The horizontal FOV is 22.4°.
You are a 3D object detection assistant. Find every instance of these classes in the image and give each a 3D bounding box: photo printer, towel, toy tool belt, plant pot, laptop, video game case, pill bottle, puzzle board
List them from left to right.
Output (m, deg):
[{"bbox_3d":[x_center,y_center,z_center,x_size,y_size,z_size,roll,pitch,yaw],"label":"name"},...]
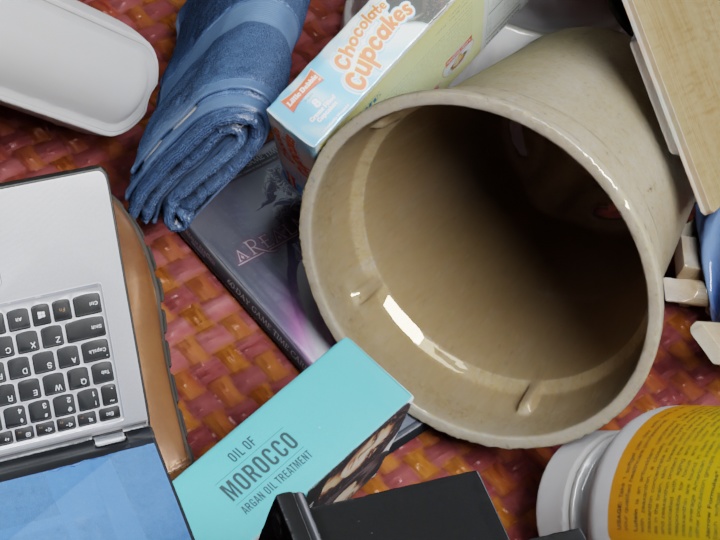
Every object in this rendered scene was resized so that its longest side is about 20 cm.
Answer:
[{"bbox_3d":[-0.171,0.075,0.777,0.186,0.201,0.116,-12,13,-19],"label":"laptop"},{"bbox_3d":[-0.212,-0.135,0.980,0.166,0.070,0.200,25,4,24],"label":"photo printer"},{"bbox_3d":[-0.077,-0.117,1.034,0.048,0.112,0.200,35,37,-18],"label":"towel"},{"bbox_3d":[0.000,0.000,1.039,0.143,0.019,0.200,-29,66,-33],"label":"video game case"},{"bbox_3d":[0.098,-0.037,0.979,0.200,0.201,0.183,33,39,11],"label":"plant pot"},{"bbox_3d":[0.169,-0.141,0.969,0.151,0.017,0.201,-32,101,-56],"label":"puzzle board"},{"bbox_3d":[0.181,0.120,0.874,0.111,0.200,0.112,2,86,-36],"label":"pill bottle"},{"bbox_3d":[0.231,-0.021,1.057,0.122,0.125,0.201,10,49,-20],"label":"toy tool belt"}]

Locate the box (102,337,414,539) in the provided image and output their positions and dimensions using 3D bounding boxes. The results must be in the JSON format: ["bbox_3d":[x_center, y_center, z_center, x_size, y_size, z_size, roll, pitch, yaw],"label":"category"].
[{"bbox_3d":[-0.062,0.121,0.883,0.049,0.082,0.200,40,53,14],"label":"box"}]

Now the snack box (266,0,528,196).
[{"bbox_3d":[0.032,-0.128,0.987,0.037,0.116,0.200,40,80,13],"label":"snack box"}]

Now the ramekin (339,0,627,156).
[{"bbox_3d":[0.093,-0.165,1.139,0.199,0.105,0.201,8,51,-10],"label":"ramekin"}]

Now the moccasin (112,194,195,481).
[{"bbox_3d":[-0.143,0.037,0.937,0.077,0.074,0.202,0,62,-27],"label":"moccasin"}]

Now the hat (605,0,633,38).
[{"bbox_3d":[0.165,-0.216,1.068,0.200,0.081,0.202,6,81,-38],"label":"hat"}]

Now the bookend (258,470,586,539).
[{"bbox_3d":[0.047,0.168,0.802,0.199,0.199,0.092,-9,56,-24],"label":"bookend"}]
